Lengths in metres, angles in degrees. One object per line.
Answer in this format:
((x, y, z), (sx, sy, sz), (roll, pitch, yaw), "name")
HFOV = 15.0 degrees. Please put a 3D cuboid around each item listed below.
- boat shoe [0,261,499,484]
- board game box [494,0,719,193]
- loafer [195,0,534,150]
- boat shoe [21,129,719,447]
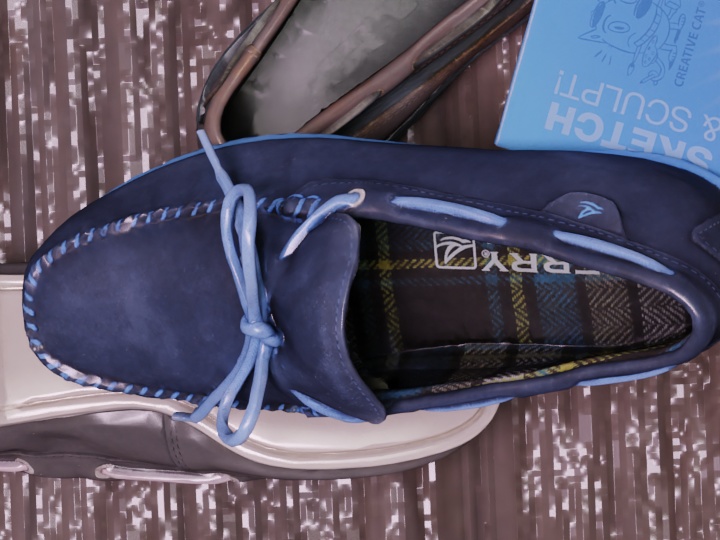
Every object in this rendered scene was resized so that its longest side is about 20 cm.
((-0.059, 0.028, 0.795), (0.199, 0.057, 0.067), (2, 78, 1), "boat shoe")
((0.149, -0.075, 0.701), (0.199, 0.040, 0.154), (17, 116, 6), "board game box")
((0.028, -0.097, 0.773), (0.072, 0.063, 0.200), (40, 94, 4), "loafer")
((0.000, 0.000, 0.710), (0.199, 0.069, 0.085), (-10, 109, 17), "boat shoe")
